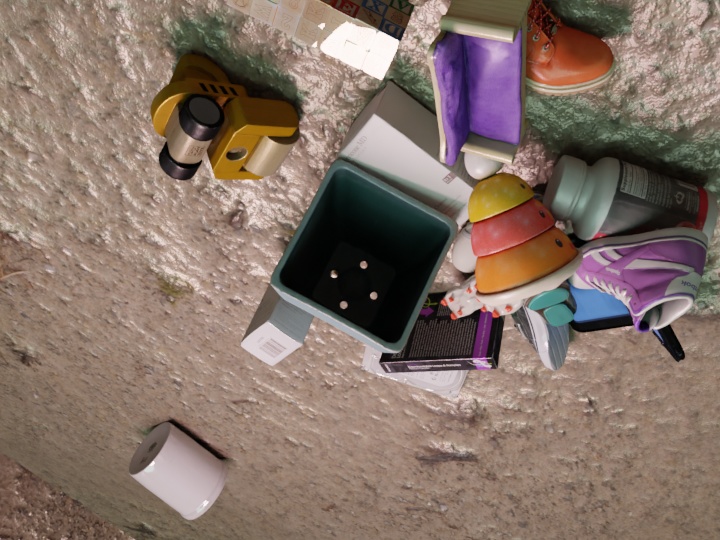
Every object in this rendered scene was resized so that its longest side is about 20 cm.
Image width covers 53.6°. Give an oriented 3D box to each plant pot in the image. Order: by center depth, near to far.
[{"bbox_3d":[0.000,0.000,1.025,0.193,0.199,0.200,27,166,2],"label":"plant pot"}]

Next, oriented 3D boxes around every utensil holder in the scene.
[{"bbox_3d":[-0.471,0.514,1.843,0.168,0.171,0.200,-24,120,39],"label":"utensil holder"}]

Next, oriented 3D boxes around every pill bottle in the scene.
[{"bbox_3d":[0.344,-0.080,0.925,0.197,0.112,0.112,19,139,2],"label":"pill bottle"}]

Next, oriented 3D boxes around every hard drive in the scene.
[{"bbox_3d":[0.105,0.165,1.337,0.197,0.038,0.141,18,138,5],"label":"hard drive"}]

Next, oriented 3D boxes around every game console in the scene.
[{"bbox_3d":[0.362,0.050,1.058,0.116,0.177,0.200,-34,120,11],"label":"game console"}]

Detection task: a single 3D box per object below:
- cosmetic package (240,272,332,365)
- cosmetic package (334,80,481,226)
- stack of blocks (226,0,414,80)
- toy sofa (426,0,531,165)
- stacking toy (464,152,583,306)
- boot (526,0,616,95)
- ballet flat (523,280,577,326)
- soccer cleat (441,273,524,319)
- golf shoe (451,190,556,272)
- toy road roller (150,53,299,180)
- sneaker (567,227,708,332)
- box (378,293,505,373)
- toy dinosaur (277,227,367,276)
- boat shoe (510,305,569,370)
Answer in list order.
[{"bbox_3d":[-0.114,0.045,1.173,0.074,0.202,0.101,36,136,-18],"label":"cosmetic package"},{"bbox_3d":[0.078,-0.149,0.981,0.198,0.082,0.113,32,140,-14],"label":"cosmetic package"},{"bbox_3d":[-0.040,-0.316,0.826,0.197,0.116,0.059,25,139,-7],"label":"stack of blocks"},{"bbox_3d":[0.136,-0.200,0.789,0.082,0.099,0.201,18,154,21],"label":"toy sofa"},{"bbox_3d":[0.181,-0.070,0.899,0.145,0.146,0.203,-19,99,36],"label":"stacking toy"},{"bbox_3d":[0.196,-0.264,0.797,0.196,0.076,0.108,15,159,6],"label":"boot"},{"bbox_3d":[0.265,0.029,1.012,0.066,0.065,0.200,-22,157,16],"label":"ballet flat"},{"bbox_3d":[0.193,0.029,1.082,0.070,0.077,0.200,56,158,-6],"label":"soccer cleat"},{"bbox_3d":[0.200,-0.035,1.043,0.078,0.098,0.199,33,139,-18],"label":"golf shoe"},{"bbox_3d":[-0.197,-0.220,1.011,0.197,0.148,0.123,-1,152,-36],"label":"toy road roller"},{"bbox_3d":[0.322,0.021,0.877,0.072,0.116,0.200,26,158,-22],"label":"sneaker"},{"bbox_3d":[0.137,0.100,1.175,0.197,0.144,0.036,-5,135,27],"label":"box"},{"bbox_3d":[-0.029,-0.047,1.167,0.196,0.058,0.103,0,120,12],"label":"toy dinosaur"},{"bbox_3d":[0.286,0.079,1.161,0.070,0.072,0.202,13,139,45],"label":"boat shoe"}]
